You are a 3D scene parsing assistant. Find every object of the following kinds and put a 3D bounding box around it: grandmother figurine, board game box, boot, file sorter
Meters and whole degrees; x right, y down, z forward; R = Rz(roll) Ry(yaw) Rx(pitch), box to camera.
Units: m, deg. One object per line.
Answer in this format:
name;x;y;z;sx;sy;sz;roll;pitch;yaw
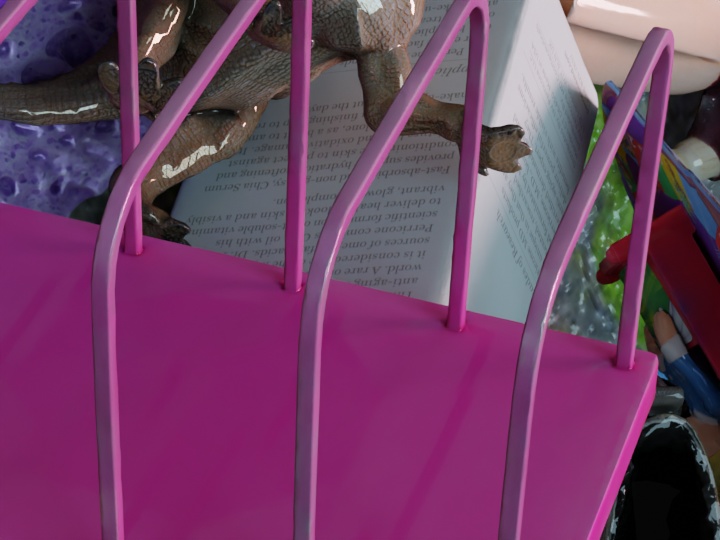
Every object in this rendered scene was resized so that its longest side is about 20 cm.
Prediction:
grandmother figurine;0.125;-0.087;0.960;0.199;0.060;0.122;7;99;-35
board game box;0.108;0.036;0.815;0.039;0.200;0.158;-29;127;-3
boot;0.077;0.124;0.811;0.069;0.174;0.201;-7;97;-6
file sorter;-0.035;-0.001;0.631;0.139;0.199;0.126;-60;159;-51

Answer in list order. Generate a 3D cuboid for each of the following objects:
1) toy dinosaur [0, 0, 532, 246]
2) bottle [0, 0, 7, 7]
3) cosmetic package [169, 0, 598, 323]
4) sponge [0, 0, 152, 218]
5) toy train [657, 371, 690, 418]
toy dinosaur;-0.026;-0.083;0.776;0.136;0.199;0.086;-92;156;-46
bottle;-0.113;-0.116;0.734;0.083;0.065;0.201;31;76;-33
cosmetic package;0.000;0.000;0.793;0.071;0.101;0.200;63;34;-41
sponge;-0.124;-0.110;0.785;0.111;0.030;0.201;-38;116;-28
toy train;0.132;0.121;0.969;0.200;0.087;0.114;45;74;-31
